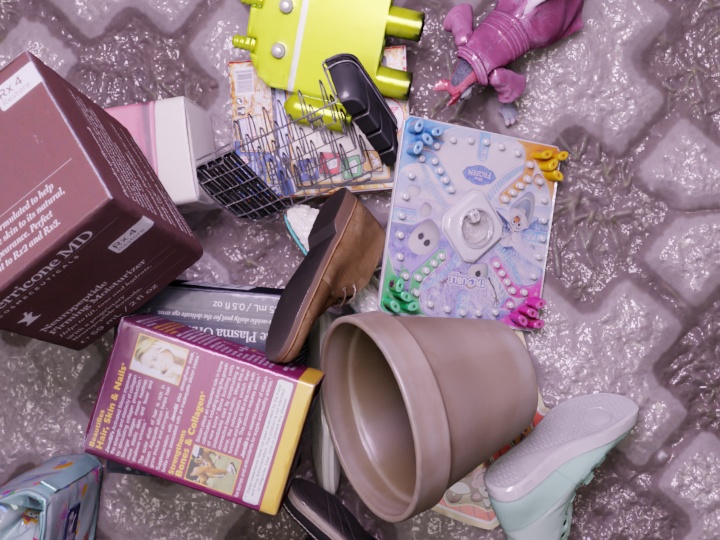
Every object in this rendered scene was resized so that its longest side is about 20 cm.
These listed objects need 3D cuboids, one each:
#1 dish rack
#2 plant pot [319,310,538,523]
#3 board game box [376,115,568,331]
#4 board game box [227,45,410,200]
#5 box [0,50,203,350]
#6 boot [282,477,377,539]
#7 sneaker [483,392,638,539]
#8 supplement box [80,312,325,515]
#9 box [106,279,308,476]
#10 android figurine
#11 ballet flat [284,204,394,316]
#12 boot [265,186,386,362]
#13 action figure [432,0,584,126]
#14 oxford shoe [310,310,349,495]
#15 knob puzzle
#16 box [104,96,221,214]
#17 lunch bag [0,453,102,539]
[{"bbox_3d":[-0.064,-0.122,1.033,0.197,0.153,0.055,-23,61,12],"label":"dish rack"},{"bbox_3d":[0.076,0.126,1.025,0.171,0.199,0.204,-14,90,-27],"label":"plant pot"},{"bbox_3d":[0.122,-0.045,1.077,0.196,0.026,0.205,7,91,-25],"label":"board game box"},{"bbox_3d":[-0.041,-0.157,1.124,0.195,0.046,0.155,-4,91,5],"label":"board game box"},{"bbox_3d":[-0.276,-0.052,0.925,0.165,0.200,0.166,-36,72,5],"label":"box"},{"bbox_3d":[-0.055,0.327,1.100,0.150,0.073,0.200,-39,120,8],"label":"boot"},{"bbox_3d":[0.221,0.219,1.102,0.198,0.074,0.120,-29,122,-20],"label":"sneaker"},{"bbox_3d":[-0.148,0.135,0.994,0.196,0.103,0.133,19,92,2],"label":"supplement box"},{"bbox_3d":[-0.159,0.116,1.105,0.192,0.117,0.205,4,93,4],"label":"box"},{"bbox_3d":[-0.036,-0.243,1.069,0.196,0.041,0.186,14,102,2],"label":"android figurine"},{"bbox_3d":[0.000,0.000,1.112,0.071,0.072,0.201,-36,96,4],"label":"ballet flat"},{"bbox_3d":[-0.030,0.015,1.020,0.075,0.073,0.202,39,58,-22],"label":"boot"},{"bbox_3d":[0.158,-0.241,1.063,0.134,0.149,0.200,44,80,-4],"label":"action figure"},{"bbox_3d":[-0.024,0.146,1.120,0.057,0.075,0.205,1,92,-17],"label":"oxford shoe"},{"bbox_3d":[0.120,0.186,1.127,0.215,0.030,0.225,0,91,4],"label":"knob puzzle"},{"bbox_3d":[-0.261,-0.110,1.102,0.196,0.128,0.111,-9,89,4],"label":"box"},{"bbox_3d":[-0.368,0.288,1.097,0.200,0.170,0.122,-44,87,7],"label":"lunch bag"}]
